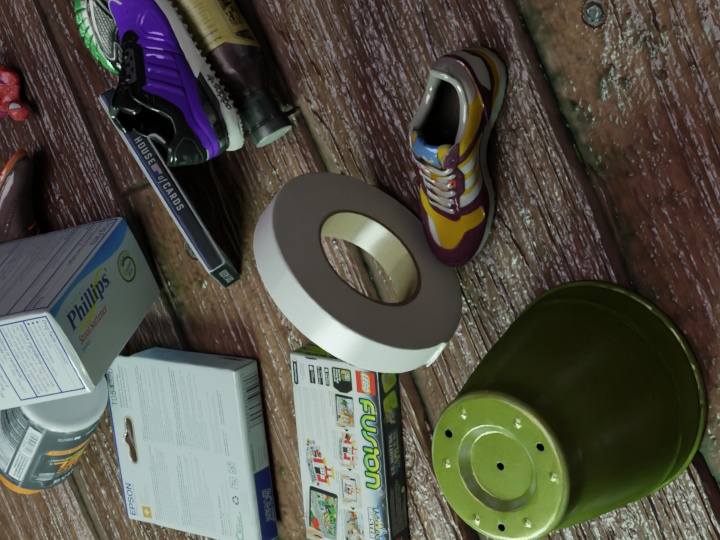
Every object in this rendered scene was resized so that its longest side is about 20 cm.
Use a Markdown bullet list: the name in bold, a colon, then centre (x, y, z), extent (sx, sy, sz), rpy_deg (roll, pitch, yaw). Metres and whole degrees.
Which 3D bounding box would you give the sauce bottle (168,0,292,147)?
- **sauce bottle**: centre (-0.131, -0.213, 1.525), extent (0.066, 0.066, 0.201), rpy_deg (-31, 88, 39)

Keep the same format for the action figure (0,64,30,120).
- **action figure**: centre (-0.446, -0.216, 1.738), extent (0.199, 0.099, 0.066), rpy_deg (36, 125, 18)

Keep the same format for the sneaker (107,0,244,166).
- **sneaker**: centre (-0.198, -0.181, 1.488), extent (0.201, 0.099, 0.070), rpy_deg (55, 157, 14)

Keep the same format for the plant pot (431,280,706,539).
- **plant pot**: centre (0.161, 0.133, 1.346), extent (0.199, 0.192, 0.203), rpy_deg (13, 113, 32)

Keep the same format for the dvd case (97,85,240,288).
- **dvd case**: centre (-0.185, -0.078, 1.570), extent (0.025, 0.150, 0.201), rpy_deg (-31, 85, -2)

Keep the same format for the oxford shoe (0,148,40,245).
- **oxford shoe**: centre (-0.373, -0.040, 1.771), extent (0.072, 0.071, 0.202), rpy_deg (19, 122, 8)

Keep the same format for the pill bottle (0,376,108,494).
- **pill bottle**: centre (-0.353, 0.176, 1.782), extent (0.106, 0.106, 0.200), rpy_deg (50, 142, 12)

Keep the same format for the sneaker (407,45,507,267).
- **sneaker**: centre (0.073, -0.093, 1.398), extent (0.074, 0.090, 0.202), rpy_deg (16, 114, 31)

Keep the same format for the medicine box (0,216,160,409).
- **medicine box**: centre (-0.338, 0.049, 1.657), extent (0.198, 0.183, 0.104), rpy_deg (-11, 118, 26)

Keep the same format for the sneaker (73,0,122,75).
- **sneaker**: centre (-0.232, -0.288, 1.563), extent (0.084, 0.078, 0.203), rpy_deg (4, 108, 34)

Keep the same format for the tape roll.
- **tape roll**: centre (0.000, 0.000, 1.414), extent (0.203, 0.202, 0.037), rpy_deg (49, 127, 12)

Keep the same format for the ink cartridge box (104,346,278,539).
- **ink cartridge box**: centre (-0.182, 0.184, 1.714), extent (0.198, 0.043, 0.199), rpy_deg (6, 109, 38)

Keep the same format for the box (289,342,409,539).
- **box**: centre (-0.011, 0.179, 1.588), extent (0.109, 0.035, 0.203), rpy_deg (8, 110, 34)
